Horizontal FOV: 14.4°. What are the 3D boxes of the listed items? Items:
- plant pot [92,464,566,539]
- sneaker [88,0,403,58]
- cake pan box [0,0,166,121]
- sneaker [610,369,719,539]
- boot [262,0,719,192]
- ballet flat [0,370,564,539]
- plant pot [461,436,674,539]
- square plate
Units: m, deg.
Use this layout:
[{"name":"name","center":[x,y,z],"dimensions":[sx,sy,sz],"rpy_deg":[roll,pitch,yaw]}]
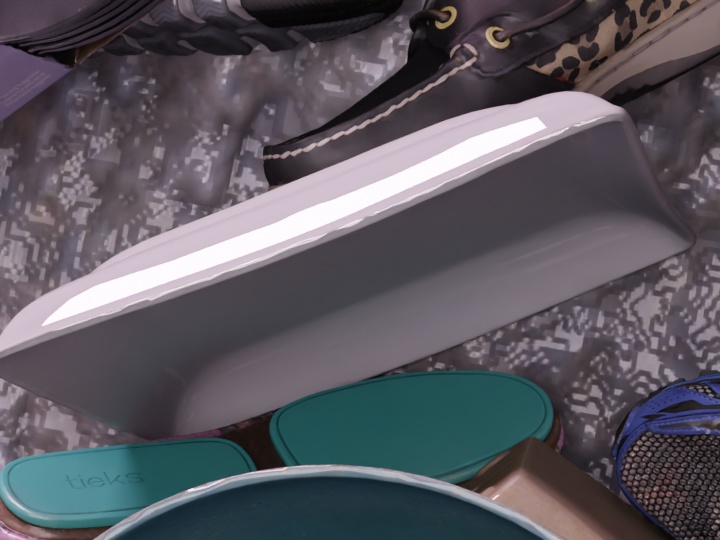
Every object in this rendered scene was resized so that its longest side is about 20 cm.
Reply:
[{"name":"plant pot","center":[0.005,0.152,0.705],"dimensions":[0.198,0.135,0.202],"rpy_deg":[-2,83,12]},{"name":"sneaker","center":[-0.084,-0.133,0.978],"dimensions":[0.198,0.075,0.116],"rpy_deg":[-4,83,11]},{"name":"cake pan box","center":[-0.105,-0.164,0.925],"dimensions":[0.184,0.052,0.201],"rpy_deg":[-32,66,23]},{"name":"sneaker","center":[0.159,0.096,0.848],"dimensions":[0.199,0.078,0.076],"rpy_deg":[30,127,20]},{"name":"boot","center":[0.036,-0.115,0.916],"dimensions":[0.199,0.073,0.151],"rpy_deg":[-26,99,-13]},{"name":"ballet flat","center":[-0.029,0.083,0.944],"dimensions":[0.199,0.069,0.072],"rpy_deg":[-11,126,-18]},{"name":"plant pot","center":[0.050,0.163,0.855],"dimensions":[0.199,0.200,0.177],"rpy_deg":[-38,88,6]},{"name":"square plate","center":[0.000,0.000,0.888],"dimensions":[0.197,0.200,0.029],"rpy_deg":[-21,76,8]}]
